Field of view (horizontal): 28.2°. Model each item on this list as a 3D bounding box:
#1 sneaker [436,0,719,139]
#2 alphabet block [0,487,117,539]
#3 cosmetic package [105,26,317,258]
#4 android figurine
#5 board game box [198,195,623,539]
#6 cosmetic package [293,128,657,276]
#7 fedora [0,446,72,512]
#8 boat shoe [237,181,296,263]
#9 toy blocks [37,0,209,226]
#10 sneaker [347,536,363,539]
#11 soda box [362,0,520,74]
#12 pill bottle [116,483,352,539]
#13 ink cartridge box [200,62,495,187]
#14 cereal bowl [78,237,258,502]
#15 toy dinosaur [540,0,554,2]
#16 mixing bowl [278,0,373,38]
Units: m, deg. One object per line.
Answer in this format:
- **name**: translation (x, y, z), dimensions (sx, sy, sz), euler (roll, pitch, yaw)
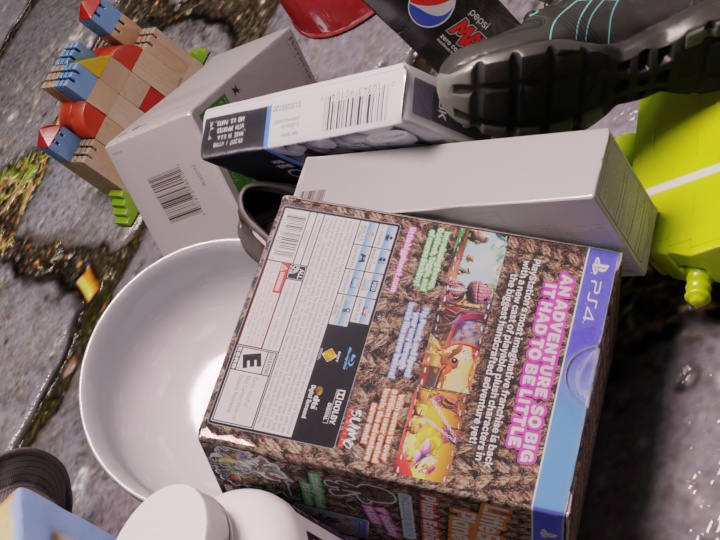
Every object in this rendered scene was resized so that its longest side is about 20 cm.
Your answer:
- **sneaker**: translation (0.135, -0.131, 0.831), dimensions (0.199, 0.076, 0.080), euler (-13, 52, -10)
- **alphabet block**: translation (-0.201, 0.295, 0.888), dimensions (0.200, 0.195, 0.197), euler (-40, 35, 17)
- **cosmetic package**: translation (-0.099, -0.099, 1.099), dimensions (0.084, 0.108, 0.200), euler (-18, 20, 28)
- **android figurine**: translation (0.219, -0.069, 0.834), dimensions (0.181, 0.041, 0.201), euler (-22, 44, 37)
- **board game box**: translation (0.033, 0.064, 0.800), dimensions (0.199, 0.097, 0.160), euler (10, 60, 13)
- **cosmetic package**: translation (0.063, -0.034, 0.836), dimensions (0.199, 0.083, 0.051), euler (-2, 56, 32)
- **fedora**: translation (-0.255, 0.240, 1.054), dimensions (0.090, 0.177, 0.200), euler (28, 73, 25)
- **boat shoe**: translation (0.000, 0.000, 0.937), dimensions (0.199, 0.057, 0.067), euler (26, 71, 21)
- **toy blocks**: translation (-0.236, -0.164, 1.364), dimensions (0.100, 0.137, 0.201), euler (6, 66, 51)
- **sneaker**: translation (-0.016, 0.138, 0.890), dimensions (0.199, 0.080, 0.087), euler (-24, 64, 20)
- **soda box**: translation (0.058, -0.172, 0.970), dimensions (0.063, 0.200, 0.071), euler (-45, 36, 9)
- **pill bottle**: translation (-0.039, 0.191, 0.776), dimensions (0.112, 0.200, 0.113), euler (-30, 41, 30)
- **ink cartridge box**: translation (0.031, -0.072, 0.934), dimensions (0.198, 0.199, 0.044), euler (-5, 74, 48)
- **cereal bowl**: translation (-0.089, 0.083, 0.999), dimensions (0.199, 0.083, 0.201), euler (-6, 64, 13)
- **toy dinosaur**: translation (0.210, -0.184, 0.911), dimensions (0.199, 0.077, 0.103), euler (-11, 36, 17)
- **mixing bowl**: translation (-0.028, -0.320, 1.280), dimensions (0.200, 0.108, 0.201), euler (-31, 41, 31)
